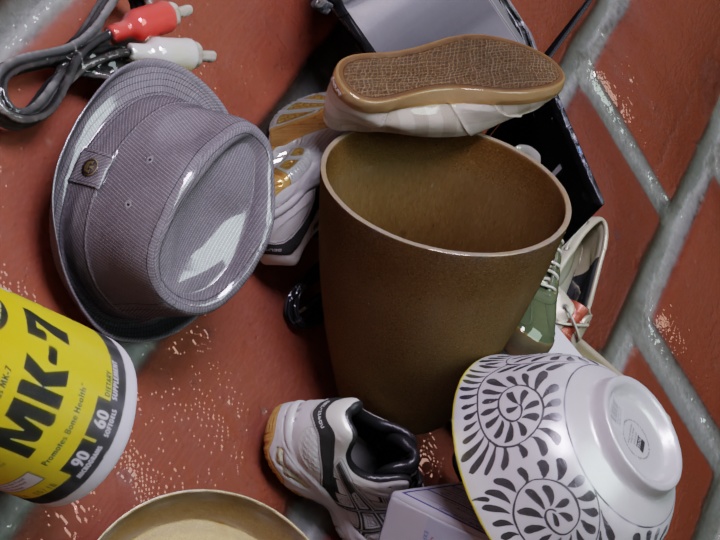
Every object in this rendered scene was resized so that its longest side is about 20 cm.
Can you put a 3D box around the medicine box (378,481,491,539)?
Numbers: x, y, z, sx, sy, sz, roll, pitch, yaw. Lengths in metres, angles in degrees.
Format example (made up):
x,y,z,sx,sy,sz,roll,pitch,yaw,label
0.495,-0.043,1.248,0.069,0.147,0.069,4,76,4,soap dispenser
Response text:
x,y,z,sx,sy,sz,roll,pitch,yaw,label
0.095,0.257,1.411,0.200,0.103,0.182,1,107,-51,medicine box

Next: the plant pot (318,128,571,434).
x,y,z,sx,sy,sz,roll,pitch,yaw,label
0.045,0.018,1.423,0.186,0.186,0.200,-40,150,-51,plant pot

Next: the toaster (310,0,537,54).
x,y,z,sx,sy,sz,roll,pitch,yaw,label
0.053,-0.209,1.532,0.181,0.119,0.200,52,14,-24,toaster

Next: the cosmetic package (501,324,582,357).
x,y,z,sx,sy,sz,roll,pitch,yaw,label
0.147,0.097,1.549,0.051,0.083,0.200,-14,60,-52,cosmetic package

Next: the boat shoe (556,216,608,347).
x,y,z,sx,sy,sz,roll,pitch,yaw,label
0.179,0.034,1.699,0.071,0.063,0.200,46,46,-34,boat shoe

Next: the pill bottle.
x,y,z,sx,sy,sz,roll,pitch,yaw,label
-0.240,0.060,1.117,0.200,0.114,0.114,29,55,-42,pill bottle

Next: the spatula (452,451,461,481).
x,y,z,sx,sy,sz,roll,pitch,yaw,label
0.117,0.230,1.567,0.057,0.021,0.200,-51,127,-46,spatula

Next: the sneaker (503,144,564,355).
x,y,z,sx,sy,sz,roll,pitch,yaw,label
0.130,-0.024,1.518,0.067,0.090,0.200,22,34,-27,sneaker

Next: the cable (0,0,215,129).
x,y,z,sx,sy,sz,roll,pitch,yaw,label
-0.182,-0.153,1.309,0.200,0.050,0.097,-16,91,-54,cable

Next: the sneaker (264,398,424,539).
x,y,z,sx,sy,sz,roll,pitch,yaw,label
0.018,0.162,1.413,0.200,0.088,0.076,40,46,-38,sneaker

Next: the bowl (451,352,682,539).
x,y,z,sx,sy,sz,roll,pitch,yaw,label
0.166,0.133,1.339,0.201,0.094,0.201,33,41,-34,bowl

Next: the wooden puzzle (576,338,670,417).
x,y,z,sx,sy,sz,roll,pitch,yaw,label
0.233,0.185,1.730,0.185,0.037,0.200,39,49,-37,wooden puzzle

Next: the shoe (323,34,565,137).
x,y,z,sx,sy,sz,roll,pitch,yaw,label
0.062,-0.137,1.429,0.200,0.053,0.070,-6,52,-26,shoe

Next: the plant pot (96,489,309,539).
x,y,z,sx,sy,sz,roll,pitch,yaw,label
-0.103,0.245,1.238,0.200,0.027,0.200,7,72,-24,plant pot

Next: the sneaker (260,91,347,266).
x,y,z,sx,sy,sz,roll,pitch,yaw,label
-0.039,-0.074,1.473,0.200,0.076,0.088,-47,132,-48,sneaker

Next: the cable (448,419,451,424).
x,y,z,sx,sy,sz,roll,pitch,yaw,label
0.093,0.114,1.567,0.200,0.050,0.097,30,55,-42,cable

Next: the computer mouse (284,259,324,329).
x,y,z,sx,sy,sz,roll,pitch,yaw,label
0.000,0.000,1.518,0.200,0.034,0.059,-25,114,-48,computer mouse

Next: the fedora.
x,y,z,sx,sy,sz,roll,pitch,yaw,label
-0.119,-0.045,1.285,0.177,0.090,0.200,49,60,-39,fedora

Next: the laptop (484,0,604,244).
x,y,z,sx,sy,sz,roll,pitch,yaw,label
0.173,-0.117,1.631,0.103,0.177,0.200,-14,72,-24,laptop
